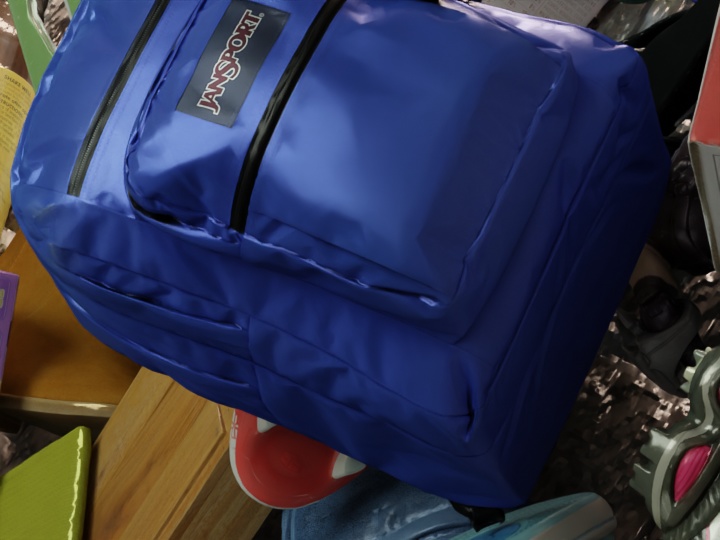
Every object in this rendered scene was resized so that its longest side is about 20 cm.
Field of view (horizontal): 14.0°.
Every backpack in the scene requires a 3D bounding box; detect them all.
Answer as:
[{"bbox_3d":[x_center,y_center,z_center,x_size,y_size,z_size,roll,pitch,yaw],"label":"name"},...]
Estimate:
[{"bbox_3d":[-0.015,-0.038,0.997,0.199,0.168,0.163,20,69,22],"label":"backpack"}]

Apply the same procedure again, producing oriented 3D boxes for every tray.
[{"bbox_3d":[-0.093,0.111,1.200,0.200,0.037,0.099,-58,29,26],"label":"tray"}]

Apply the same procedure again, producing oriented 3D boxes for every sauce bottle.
[{"bbox_3d":[-0.197,-0.086,1.521,0.065,0.065,0.201,-17,48,44],"label":"sauce bottle"}]

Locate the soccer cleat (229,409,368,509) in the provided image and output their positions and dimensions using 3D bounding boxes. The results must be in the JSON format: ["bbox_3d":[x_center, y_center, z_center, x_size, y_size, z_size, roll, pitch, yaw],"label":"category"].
[{"bbox_3d":[0.000,0.000,1.120,0.085,0.068,0.201,-9,56,65],"label":"soccer cleat"}]

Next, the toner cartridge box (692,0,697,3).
[{"bbox_3d":[0.214,-0.118,1.048,0.200,0.043,0.095,17,74,55],"label":"toner cartridge box"}]

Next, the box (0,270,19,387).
[{"bbox_3d":[-0.200,0.104,1.303,0.137,0.039,0.201,157,123,-68],"label":"box"}]

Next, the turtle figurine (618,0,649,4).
[{"bbox_3d":[0.097,-0.176,1.117,0.149,0.101,0.201,-16,59,45],"label":"turtle figurine"}]

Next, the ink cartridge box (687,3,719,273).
[{"bbox_3d":[0.217,-0.081,0.895,0.199,0.084,0.176,7,62,17],"label":"ink cartridge box"}]

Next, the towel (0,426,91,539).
[{"bbox_3d":[-0.140,0.168,1.197,0.086,0.018,0.201,-31,46,45],"label":"towel"}]

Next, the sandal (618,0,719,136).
[{"bbox_3d":[0.100,-0.072,1.090,0.075,0.045,0.200,-36,-11,-44],"label":"sandal"}]

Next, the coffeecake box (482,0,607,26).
[{"bbox_3d":[0.029,-0.132,1.266,0.200,0.073,0.154,-50,33,8],"label":"coffeecake box"}]

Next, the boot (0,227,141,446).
[{"bbox_3d":[-0.124,0.005,1.336,0.201,0.071,0.144,3,71,60],"label":"boot"}]

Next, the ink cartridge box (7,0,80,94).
[{"bbox_3d":[-0.060,-0.148,1.238,0.200,0.059,0.104,-33,65,30],"label":"ink cartridge box"}]

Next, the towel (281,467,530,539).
[{"bbox_3d":[0.013,0.057,1.146,0.112,0.048,0.200,-32,40,30],"label":"towel"}]

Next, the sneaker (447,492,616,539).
[{"bbox_3d":[0.032,0.172,1.004,0.200,0.131,0.079,-33,5,-25],"label":"sneaker"}]

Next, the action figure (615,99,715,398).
[{"bbox_3d":[0.148,-0.009,1.022,0.130,0.069,0.200,-62,29,3],"label":"action figure"}]

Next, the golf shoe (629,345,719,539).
[{"bbox_3d":[0.113,0.120,0.939,0.088,0.077,0.201,30,106,24],"label":"golf shoe"}]
